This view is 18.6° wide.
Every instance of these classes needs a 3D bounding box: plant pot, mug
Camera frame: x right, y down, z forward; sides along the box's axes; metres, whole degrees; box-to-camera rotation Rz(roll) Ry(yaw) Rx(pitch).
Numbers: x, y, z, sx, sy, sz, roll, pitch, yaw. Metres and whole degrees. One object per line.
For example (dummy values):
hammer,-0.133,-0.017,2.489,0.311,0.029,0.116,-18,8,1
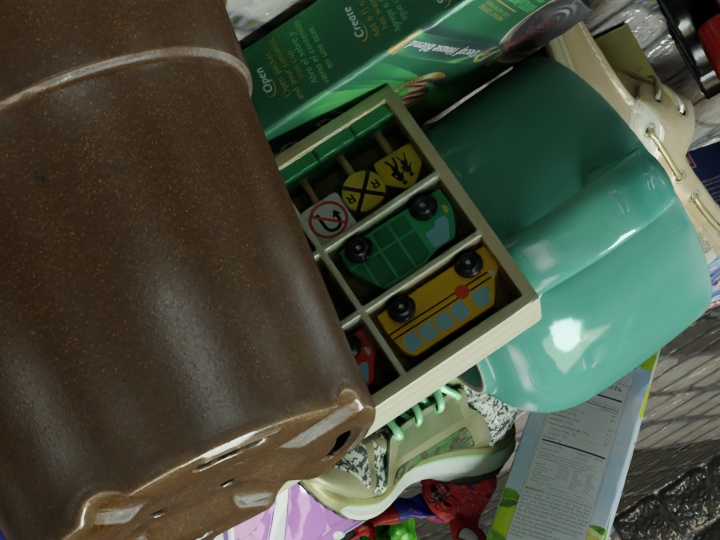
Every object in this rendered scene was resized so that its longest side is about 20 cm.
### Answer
plant pot,-0.101,0.004,0.865,0.199,0.199,0.200,-26,164,-8
mug,0.076,-0.016,1.044,0.114,0.152,0.185,-35,149,-10

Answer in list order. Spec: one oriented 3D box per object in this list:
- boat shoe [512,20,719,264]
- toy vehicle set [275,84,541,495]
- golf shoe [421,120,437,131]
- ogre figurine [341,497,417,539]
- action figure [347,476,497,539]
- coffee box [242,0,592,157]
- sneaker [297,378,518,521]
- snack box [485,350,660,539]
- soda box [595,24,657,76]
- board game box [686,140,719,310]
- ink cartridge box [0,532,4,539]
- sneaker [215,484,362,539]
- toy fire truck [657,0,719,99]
boat shoe,0.137,-0.073,1.134,0.065,0.072,0.201,-35,123,-3
toy vehicle set,-0.036,0.023,0.959,0.199,0.125,0.027,-33,158,-6
golf shoe,0.000,0.000,1.154,0.200,0.073,0.092,-45,-152,-21
ogre figurine,-0.072,0.162,1.379,0.120,0.099,0.199,-34,163,34
action figure,0.018,0.089,1.346,0.099,0.201,0.065,-5,153,-47
coffee box,0.003,-0.093,1.020,0.199,0.044,0.123,-31,166,14
sneaker,0.026,0.069,1.168,0.199,0.077,0.089,-11,139,-52
snack box,0.108,0.154,1.267,0.169,0.067,0.201,99,10,-52
soda box,0.134,-0.068,1.294,0.067,0.064,0.200,-26,164,-6
board game box,0.179,-0.005,1.339,0.199,0.062,0.200,-18,163,-36
ink cartridge box,-0.223,0.131,1.159,0.199,0.041,0.199,10,-174,30
sneaker,-0.040,0.166,1.285,0.113,0.073,0.201,-10,135,-11
toy fire truck,0.233,-0.075,1.176,0.128,0.201,0.176,-30,165,7
